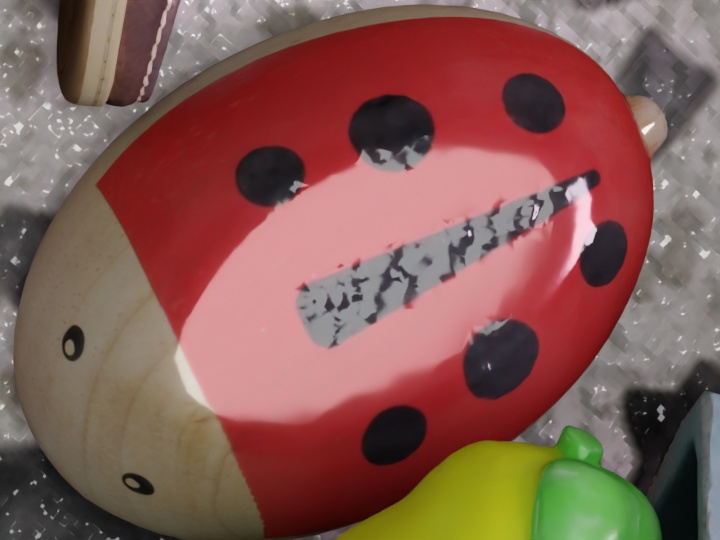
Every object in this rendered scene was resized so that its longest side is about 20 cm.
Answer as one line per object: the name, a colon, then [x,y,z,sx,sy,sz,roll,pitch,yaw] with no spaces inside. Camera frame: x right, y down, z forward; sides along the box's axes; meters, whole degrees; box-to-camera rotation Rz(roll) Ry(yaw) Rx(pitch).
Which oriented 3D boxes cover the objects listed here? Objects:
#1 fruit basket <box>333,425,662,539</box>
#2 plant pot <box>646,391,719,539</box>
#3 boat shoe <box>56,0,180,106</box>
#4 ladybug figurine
fruit basket: [0.009,0.141,0.742,0.215,0.216,0.156,-32,99,-9]
plant pot: [0.159,0.171,0.742,0.198,0.197,0.197,7,58,-5]
boat shoe: [-0.027,-0.134,0.796,0.072,0.072,0.201,19,83,-12]
ladybug figurine: [0.000,0.000,0.807,0.199,0.072,0.136,-30,99,-10]
